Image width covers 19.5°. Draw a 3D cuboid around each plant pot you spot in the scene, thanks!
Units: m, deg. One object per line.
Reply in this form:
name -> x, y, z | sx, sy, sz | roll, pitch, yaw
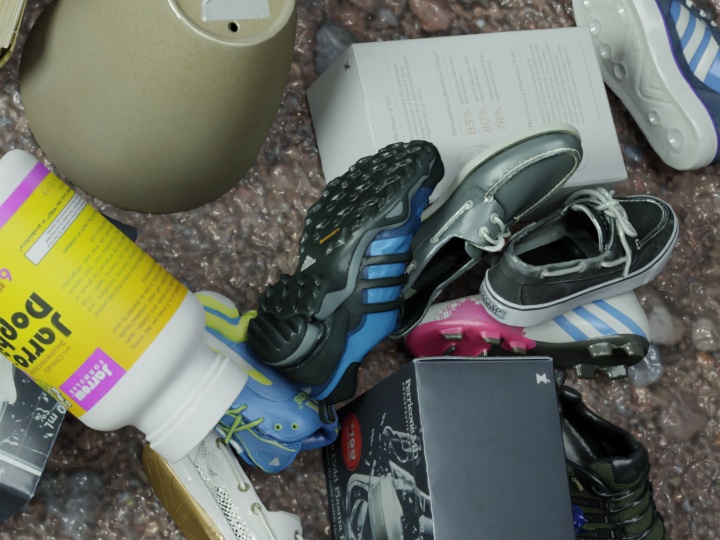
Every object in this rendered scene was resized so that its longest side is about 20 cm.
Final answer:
plant pot -> -0.118, -0.158, 1.433 | 0.187, 0.200, 0.188 | 7, 71, -21

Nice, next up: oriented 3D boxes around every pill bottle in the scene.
pill bottle -> -0.166, 0.026, 1.274 | 0.200, 0.104, 0.104 | 41, 63, -8

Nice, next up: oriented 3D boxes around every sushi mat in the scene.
sushi mat -> -0.235, -0.223, 1.464 | 0.012, 0.096, 0.200 | 23, 65, -23

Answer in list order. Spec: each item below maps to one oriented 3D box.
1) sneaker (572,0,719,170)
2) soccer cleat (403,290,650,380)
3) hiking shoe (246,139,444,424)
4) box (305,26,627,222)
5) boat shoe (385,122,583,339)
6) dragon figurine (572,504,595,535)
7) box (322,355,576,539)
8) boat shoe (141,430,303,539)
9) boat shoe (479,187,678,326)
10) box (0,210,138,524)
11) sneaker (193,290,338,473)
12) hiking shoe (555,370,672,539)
sneaker -> 0.267, -0.180, 1.672 | 0.146, 0.081, 0.200 | -21, 79, -35
soccer cleat -> 0.119, 0.034, 1.551 | 0.200, 0.070, 0.086 | 4, 56, -23
hiking shoe -> 0.000, 0.000, 1.424 | 0.200, 0.074, 0.087 | -55, 128, -21
box -> 0.078, -0.101, 1.552 | 0.200, 0.097, 0.125 | -7, 77, -24
boat shoe -> 0.080, -0.025, 1.466 | 0.200, 0.073, 0.062 | -36, 51, 11
dragon figurine -> 0.144, 0.258, 1.462 | 0.059, 0.099, 0.200 | -12, 78, -24
box -> 0.058, 0.174, 1.408 | 0.104, 0.182, 0.200 | 0, 73, -23
boat shoe -> -0.067, 0.186, 1.415 | 0.069, 0.071, 0.200 | -31, 85, -26
boat shoe -> 0.168, -0.025, 1.530 | 0.199, 0.068, 0.074 | -19, 54, -36
box -> -0.278, 0.034, 1.352 | 0.196, 0.124, 0.200 | 25, 66, -15
sneaker -> -0.083, 0.077, 1.402 | 0.200, 0.076, 0.105 | 9, 49, -44
hiking shoe -> 0.176, 0.165, 1.504 | 0.076, 0.101, 0.200 | -40, 91, -27
